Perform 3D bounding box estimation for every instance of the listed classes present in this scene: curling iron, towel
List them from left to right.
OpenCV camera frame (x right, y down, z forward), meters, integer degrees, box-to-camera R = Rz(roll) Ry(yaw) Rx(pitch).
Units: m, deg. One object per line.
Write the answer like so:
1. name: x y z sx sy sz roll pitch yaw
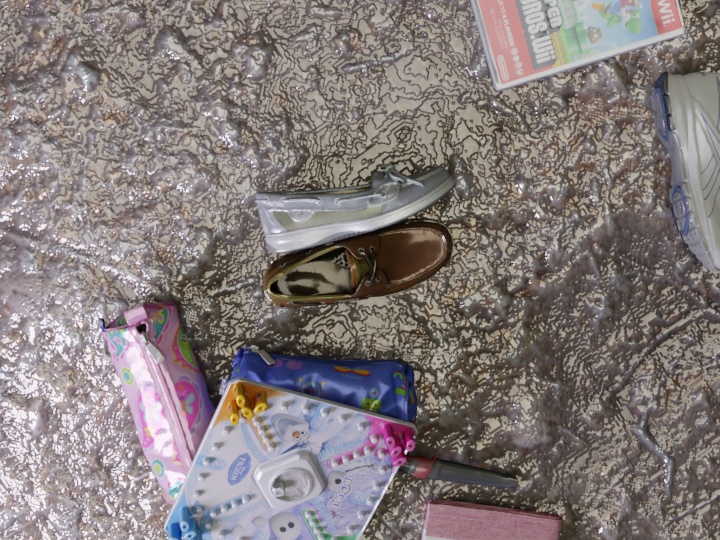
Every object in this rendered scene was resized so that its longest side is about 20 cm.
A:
1. curling iron: 0.066 0.197 1.376 0.197 0.050 0.026 9 96 -4
2. towel: 0.125 0.342 1.395 0.142 0.023 0.203 8 97 -1

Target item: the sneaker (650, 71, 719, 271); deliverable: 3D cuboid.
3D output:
1. sneaker: 0.346 -0.101 1.327 0.086 0.075 0.203 -10 95 -2

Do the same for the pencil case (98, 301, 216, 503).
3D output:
1. pencil case: -0.192 0.130 1.356 0.086 0.087 0.203 -19 95 3

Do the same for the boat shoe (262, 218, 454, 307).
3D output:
1. boat shoe: 0.000 0.000 1.346 0.197 0.068 0.073 -18 94 3

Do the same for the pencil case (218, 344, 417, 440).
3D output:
1. pencil case: -0.040 0.121 1.352 0.197 0.078 0.088 6 118 0

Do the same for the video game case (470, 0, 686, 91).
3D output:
1. video game case: 0.210 -0.276 1.341 0.197 0.017 0.145 -16 94 3

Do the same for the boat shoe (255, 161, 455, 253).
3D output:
1. boat shoe: -0.005 -0.072 1.339 0.199 0.074 0.066 -15 99 10

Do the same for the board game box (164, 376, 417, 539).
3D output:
1. board game box: -0.068 0.211 1.321 0.197 0.026 0.202 17 118 -19
